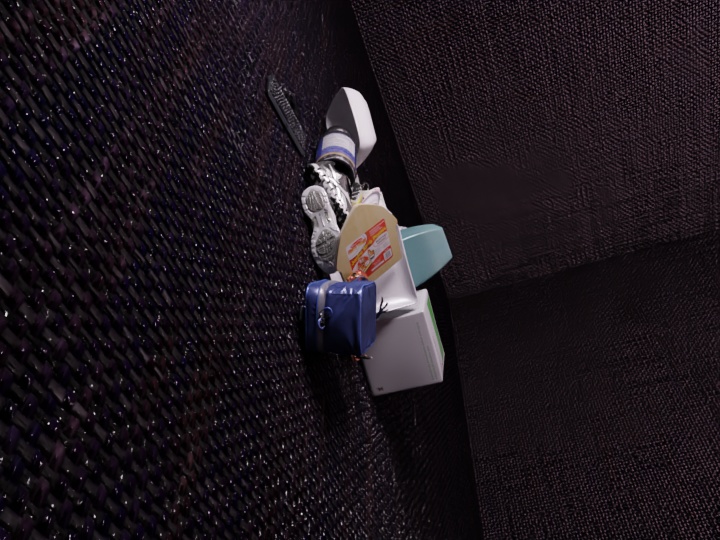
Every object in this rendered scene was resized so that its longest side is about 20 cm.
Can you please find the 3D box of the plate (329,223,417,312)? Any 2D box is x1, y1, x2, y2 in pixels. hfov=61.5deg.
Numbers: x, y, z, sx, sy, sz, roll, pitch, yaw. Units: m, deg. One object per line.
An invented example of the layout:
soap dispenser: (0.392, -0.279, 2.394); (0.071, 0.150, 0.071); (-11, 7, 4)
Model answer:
plate: (0.022, 0.007, 1.463); (0.032, 0.195, 0.204); (166, -91, -83)

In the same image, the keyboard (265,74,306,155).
keyboard: (-0.161, -0.373, 1.410); (0.201, 0.039, 0.106); (61, 20, -51)

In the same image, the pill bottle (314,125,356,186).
pill bottle: (-0.064, -0.296, 1.585); (0.202, 0.109, 0.113); (-89, 160, -51)

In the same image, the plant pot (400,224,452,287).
plant pot: (0.137, -0.041, 1.637); (0.141, 0.196, 0.144); (-138, -156, -75)

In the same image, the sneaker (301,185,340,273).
sneaker: (-0.076, -0.089, 1.390); (0.099, 0.076, 0.205); (37, 41, -75)

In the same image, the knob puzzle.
knob puzzle: (0.008, -0.064, 1.365); (0.030, 0.220, 0.222); (25, -28, 42)

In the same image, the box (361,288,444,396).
box: (0.103, 0.184, 1.576); (0.172, 0.195, 0.203); (-59, 134, -70)

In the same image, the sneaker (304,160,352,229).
sneaker: (-0.048, -0.183, 1.450); (0.202, 0.089, 0.066); (58, -30, 7)

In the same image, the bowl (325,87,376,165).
bowl: (-0.023, -0.399, 1.737); (0.200, 0.073, 0.204); (-38, -116, 63)

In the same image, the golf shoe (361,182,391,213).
golf shoe: (0.037, -0.200, 1.800); (0.071, 0.094, 0.200); (11, 18, -36)

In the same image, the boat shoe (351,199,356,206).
boat shoe: (-0.016, -0.133, 1.646); (0.063, 0.073, 0.200); (49, 4, 25)

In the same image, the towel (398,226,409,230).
towel: (0.078, -0.069, 1.824); (0.200, 0.161, 0.088); (46, 50, -67)

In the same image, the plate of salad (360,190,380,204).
plate of salad: (-0.011, -0.122, 1.563); (0.202, 0.047, 0.201); (-55, 166, -21)

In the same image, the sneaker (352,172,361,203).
sneaker: (-0.024, -0.208, 1.749); (0.202, 0.076, 0.092); (-83, 161, -56)

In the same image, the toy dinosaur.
toy dinosaur: (-0.015, 0.100, 1.363); (0.200, 0.102, 0.186); (141, -43, -68)

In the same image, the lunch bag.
lunch bag: (-0.047, 0.090, 1.193); (0.200, 0.129, 0.140); (-8, 99, -78)
